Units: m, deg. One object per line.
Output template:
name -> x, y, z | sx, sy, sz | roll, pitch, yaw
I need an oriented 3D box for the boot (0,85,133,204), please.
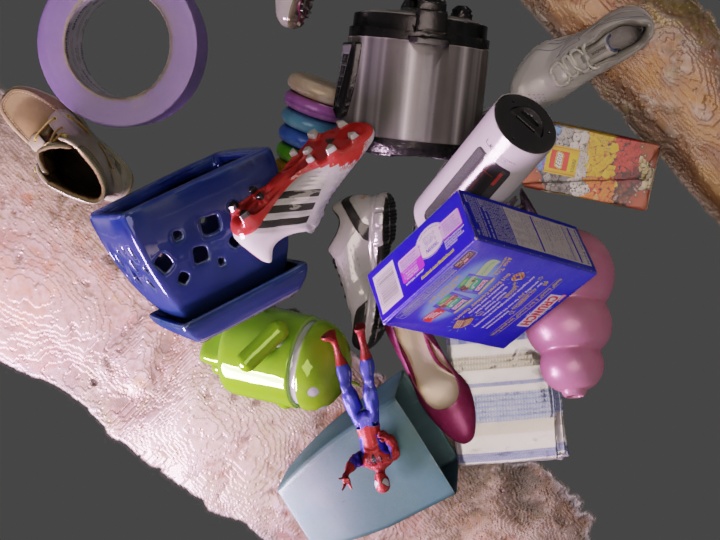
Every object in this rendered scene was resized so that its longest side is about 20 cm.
boot -> -0.376, -0.155, 1.567 | 0.199, 0.155, 0.072 | 40, 97, -3

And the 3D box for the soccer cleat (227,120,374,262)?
soccer cleat -> -0.059, -0.091, 1.447 | 0.199, 0.069, 0.085 | -40, 126, -6

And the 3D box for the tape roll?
tape roll -> -0.293, -0.280, 1.584 | 0.197, 0.085, 0.203 | 0, 97, 2

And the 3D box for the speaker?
speaker -> 0.137, -0.109, 1.430 | 0.081, 0.081, 0.200 | 37, 140, -2

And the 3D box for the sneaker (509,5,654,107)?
sneaker -> 0.270, -0.263, 1.561 | 0.199, 0.087, 0.075 | -32, 97, 7

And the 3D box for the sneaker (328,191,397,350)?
sneaker -> 0.000, 0.000, 1.623 | 0.079, 0.074, 0.203 | 4, 93, 16

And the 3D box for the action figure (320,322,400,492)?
action figure -> 0.000, 0.173, 1.487 | 0.064, 0.099, 0.203 | -13, 100, 12

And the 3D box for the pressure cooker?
pressure cooker -> 0.066, -0.236, 1.514 | 0.175, 0.178, 0.203 | 14, 101, 40

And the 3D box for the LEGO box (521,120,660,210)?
LEGO box -> 0.261, -0.131, 1.521 | 0.147, 0.200, 0.078 | 11, 99, 0

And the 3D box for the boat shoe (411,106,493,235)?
boat shoe -> 0.130, -0.110, 1.593 | 0.071, 0.071, 0.202 | 27, 96, -1

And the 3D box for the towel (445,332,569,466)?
towel -> 0.186, 0.149, 1.638 | 0.145, 0.024, 0.203 | -6, 88, 5

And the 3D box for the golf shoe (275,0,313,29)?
golf shoe -> -0.095, -0.398, 1.570 | 0.091, 0.073, 0.203 | 3, 88, 8

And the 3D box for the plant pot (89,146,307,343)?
plant pot -> -0.187, -0.028, 1.537 | 0.199, 0.200, 0.182 | -28, 103, -19

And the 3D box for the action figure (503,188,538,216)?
action figure -> 0.131, -0.021, 1.574 | 0.199, 0.130, 0.070 | -31, 87, 8

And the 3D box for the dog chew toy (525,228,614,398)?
dog chew toy -> 0.255, 0.055, 1.564 | 0.123, 0.125, 0.203 | -4, 75, 3

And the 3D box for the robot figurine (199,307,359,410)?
robot figurine -> -0.099, 0.108, 1.595 | 0.198, 0.176, 0.117 | 11, 68, 21

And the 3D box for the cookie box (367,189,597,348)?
cookie box -> 0.139, 0.005, 1.459 | 0.198, 0.076, 0.171 | 14, 137, -38

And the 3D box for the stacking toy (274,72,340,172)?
stacking toy -> -0.079, -0.141, 1.599 | 0.084, 0.085, 0.202 | 20, 103, 0

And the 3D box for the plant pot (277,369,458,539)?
plant pot -> 0.004, 0.251, 1.617 | 0.199, 0.141, 0.142 | -32, 95, 11

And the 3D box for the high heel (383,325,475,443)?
high heel -> 0.086, 0.125, 1.592 | 0.067, 0.096, 0.202 | -22, 82, 11
